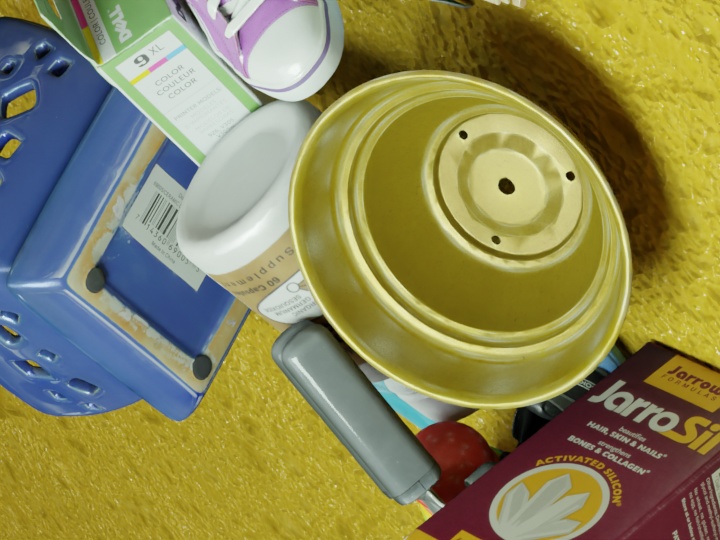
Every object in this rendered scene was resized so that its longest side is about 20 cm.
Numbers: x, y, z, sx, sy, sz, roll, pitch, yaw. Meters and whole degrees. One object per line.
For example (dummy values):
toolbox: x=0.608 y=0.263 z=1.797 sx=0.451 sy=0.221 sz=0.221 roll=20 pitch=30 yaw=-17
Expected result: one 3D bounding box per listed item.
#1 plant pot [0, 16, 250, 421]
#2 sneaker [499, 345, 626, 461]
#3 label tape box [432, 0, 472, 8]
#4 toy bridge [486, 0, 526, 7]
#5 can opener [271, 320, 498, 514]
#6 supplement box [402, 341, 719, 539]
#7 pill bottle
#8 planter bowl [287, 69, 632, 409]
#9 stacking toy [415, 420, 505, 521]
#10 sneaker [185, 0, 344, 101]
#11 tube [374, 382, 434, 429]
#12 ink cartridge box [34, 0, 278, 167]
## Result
plant pot: x=-0.167 y=-0.026 z=1.870 sx=0.180 sy=0.200 sz=0.200 roll=9 pitch=155 yaw=47
sneaker: x=0.119 y=0.115 z=1.743 sx=0.071 sy=0.083 sz=0.200 roll=35 pitch=151 yaw=32
label tape box: x=-0.034 y=-0.213 z=1.557 sx=0.143 sy=0.066 sz=0.200 roll=32 pitch=-170 yaw=39
toy bridge: x=0.058 y=-0.215 z=1.470 sx=0.067 sy=0.027 sz=0.200 roll=24 pitch=144 yaw=43
can opener: x=0.035 y=0.100 z=1.659 sx=0.200 sy=0.067 sz=0.053 roll=51 pitch=172 yaw=-12
supplement box: x=0.137 y=0.140 z=1.604 sx=0.110 sy=0.200 sz=0.086 roll=24 pitch=142 yaw=45
pill bottle: x=0.000 y=0.000 z=1.704 sx=0.200 sy=0.114 sz=0.114 roll=39 pitch=163 yaw=-27
planter bowl: x=0.067 y=-0.031 z=1.597 sx=0.200 sy=0.083 sz=0.201 roll=12 pitch=121 yaw=21
stacking toy: x=0.069 y=0.137 z=1.779 sx=0.085 sy=0.085 sz=0.200 roll=43 pitch=176 yaw=18
sneaker: x=-0.093 y=-0.177 z=1.627 sx=0.114 sy=0.073 sz=0.201 roll=24 pitch=-157 yaw=-52
tube: x=0.008 y=0.029 z=1.871 sx=0.077 sy=0.050 sz=0.200 roll=40 pitch=159 yaw=41
ink cartridge box: x=-0.119 y=-0.140 z=1.709 sx=0.200 sy=0.059 sz=0.104 roll=43 pitch=-164 yaw=-45
